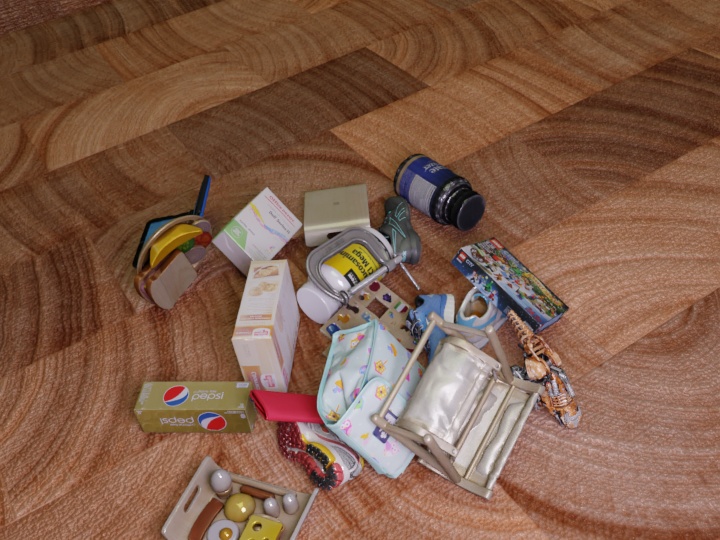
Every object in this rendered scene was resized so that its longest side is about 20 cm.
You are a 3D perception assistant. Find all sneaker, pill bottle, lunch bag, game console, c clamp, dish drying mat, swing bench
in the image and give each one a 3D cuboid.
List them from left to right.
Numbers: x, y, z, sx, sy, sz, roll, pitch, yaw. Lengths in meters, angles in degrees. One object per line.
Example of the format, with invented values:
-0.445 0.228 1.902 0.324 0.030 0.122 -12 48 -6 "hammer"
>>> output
-0.412 -0.111 1.725 0.117 0.172 0.201 15 32 -14 "game console"
-0.083 0.229 1.290 0.199 0.018 0.077 13 16 -36 "dish drying mat"
-0.071 0.284 1.284 0.082 0.078 0.200 -5 29 -39 "sneaker"
-0.030 0.011 1.541 0.112 0.113 0.200 23 50 30 "pill bottle"
0.000 0.000 1.476 0.199 0.027 0.172 -27 79 -33 "c clamp"
0.022 0.209 1.258 0.121 0.170 0.201 -22 38 30 "lunch bag"
0.071 -0.091 1.660 0.079 0.076 0.201 -3 40 -12 "sneaker"
0.124 0.116 1.418 0.088 0.079 0.201 7 36 -2 "sneaker"
0.173 -0.167 1.711 0.111 0.112 0.200 -31 47 -25 "pill bottle"
0.154 0.206 1.205 0.129 0.200 0.200 11 62 48 "swing bench"
0.241 0.059 1.470 0.076 0.081 0.200 15 45 26 "sneaker"

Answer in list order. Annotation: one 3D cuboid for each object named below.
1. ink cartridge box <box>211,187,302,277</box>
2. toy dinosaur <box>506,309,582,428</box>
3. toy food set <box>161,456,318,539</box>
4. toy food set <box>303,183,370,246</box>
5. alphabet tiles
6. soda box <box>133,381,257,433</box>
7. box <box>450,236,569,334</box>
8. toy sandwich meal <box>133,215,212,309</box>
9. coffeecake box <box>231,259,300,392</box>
-0.207 -0.093 1.677 0.117 0.067 0.200 46 51 -9 "ink cartridge box"
0.299 0.162 1.297 0.101 0.136 0.202 -4 81 -18 "toy dinosaur"
-0.180 0.367 1.192 0.198 0.061 0.144 10 44 20 "toy food set"
-0.051 -0.123 1.746 0.142 0.061 0.201 -7 33 2 "toy food set"
0.028 0.120 1.441 0.167 0.008 0.200 38 55 11 "alphabet tiles"
-0.283 0.237 1.360 0.198 0.068 0.064 -1 42 8 "soda box"
0.275 0.027 1.440 0.200 0.038 0.136 46 33 19 "box"
-0.367 -0.018 1.582 0.070 0.206 0.205 39 58 24 "toy sandwich meal"
-0.167 0.104 1.426 0.072 0.154 0.201 -3 41 7 "coffeecake box"
